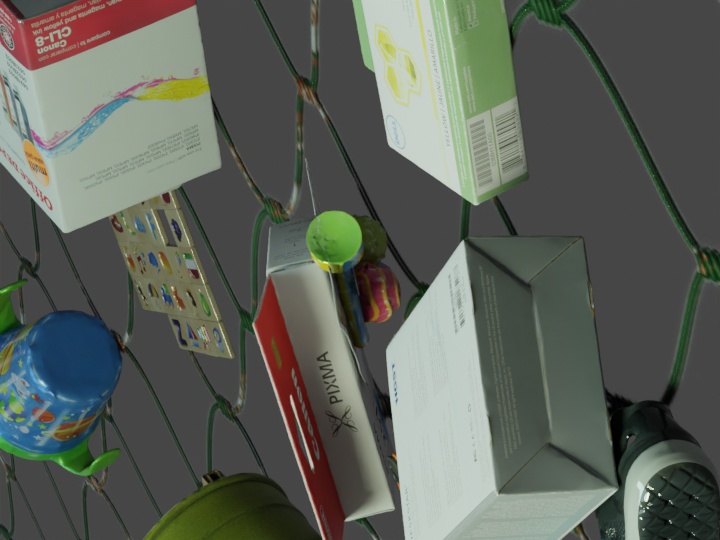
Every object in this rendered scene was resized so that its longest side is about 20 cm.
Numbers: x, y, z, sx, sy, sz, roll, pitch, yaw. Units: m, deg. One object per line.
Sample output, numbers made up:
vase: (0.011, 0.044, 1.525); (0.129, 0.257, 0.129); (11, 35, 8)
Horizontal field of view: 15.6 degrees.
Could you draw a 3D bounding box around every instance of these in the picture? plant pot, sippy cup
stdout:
plant pot: (-0.069, 0.300, 2.120); (0.193, 0.200, 0.201); (36, 146, 34)
sippy cup: (-0.293, 0.101, 2.534); (0.177, 0.140, 0.130); (30, 150, -12)

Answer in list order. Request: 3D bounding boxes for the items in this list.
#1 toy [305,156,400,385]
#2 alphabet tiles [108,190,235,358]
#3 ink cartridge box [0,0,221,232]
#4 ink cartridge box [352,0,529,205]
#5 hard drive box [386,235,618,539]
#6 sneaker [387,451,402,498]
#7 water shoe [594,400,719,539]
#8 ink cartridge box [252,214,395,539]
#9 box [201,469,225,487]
toy: (0.000, 0.000, 1.768); (0.200, 0.047, 0.116); (58, -161, -75)
alphabet tiles: (-0.171, -0.008, 2.271); (0.200, 0.008, 0.168); (6, 118, 67)
ink cartridge box: (-0.208, -0.161, 1.999); (0.145, 0.144, 0.201); (44, 151, 44)
ink cartridge box: (0.024, -0.144, 1.585); (0.200, 0.048, 0.146); (36, 145, 50)
hard drive box: (0.080, 0.086, 1.577); (0.200, 0.076, 0.157); (125, 142, -66)
sneaker: (0.076, 0.170, 1.758); (0.200, 0.078, 0.076); (69, 180, -63)
water shoe: (0.172, 0.161, 1.536); (0.079, 0.071, 0.201); (-110, 19, -48)
ink cartridge box: (-0.022, 0.084, 1.834); (0.176, 0.044, 0.201); (-87, -18, -68)
box: (-0.084, 0.298, 2.361); (0.163, 0.021, 0.201); (42, 147, 47)
